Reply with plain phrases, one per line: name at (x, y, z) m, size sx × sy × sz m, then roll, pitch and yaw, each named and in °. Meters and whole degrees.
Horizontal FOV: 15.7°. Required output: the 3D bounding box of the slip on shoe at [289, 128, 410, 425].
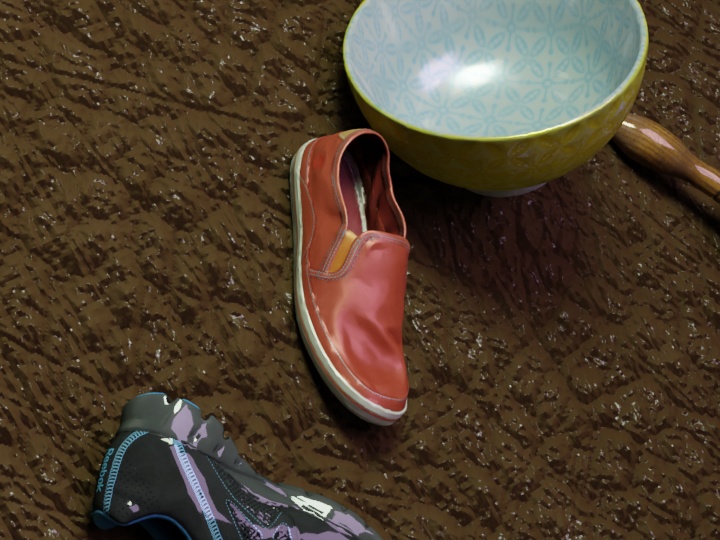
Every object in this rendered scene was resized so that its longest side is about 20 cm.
slip on shoe at (0.000, 0.000, 1.628) m, size 0.074 × 0.061 × 0.201 m, roll 16°, pitch 56°, yaw -40°

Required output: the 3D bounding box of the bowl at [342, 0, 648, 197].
bowl at (0.092, -0.114, 1.739) m, size 0.108 × 0.200 × 0.200 m, roll 82°, pitch 18°, yaw -45°

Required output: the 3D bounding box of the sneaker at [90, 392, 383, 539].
sneaker at (-0.065, 0.153, 1.471) m, size 0.200 × 0.073 × 0.082 m, roll 34°, pitch 62°, yaw -17°

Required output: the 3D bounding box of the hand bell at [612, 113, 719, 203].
hand bell at (0.261, -0.062, 1.926) m, size 0.200 × 0.104 × 0.104 m, roll 29°, pitch 46°, yaw -12°
